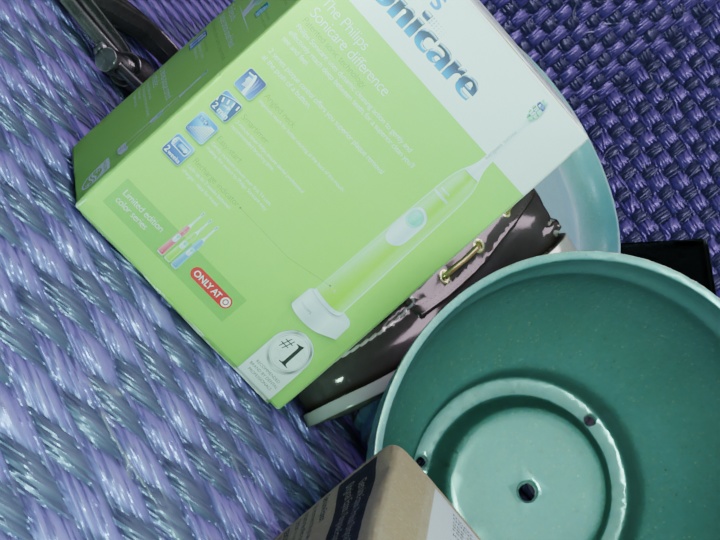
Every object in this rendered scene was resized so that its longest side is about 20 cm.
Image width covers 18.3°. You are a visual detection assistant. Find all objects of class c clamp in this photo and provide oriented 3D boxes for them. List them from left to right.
[{"bbox_3d":[-0.128,-0.122,1.364,0.171,0.027,0.200,47,9,14],"label":"c clamp"}]

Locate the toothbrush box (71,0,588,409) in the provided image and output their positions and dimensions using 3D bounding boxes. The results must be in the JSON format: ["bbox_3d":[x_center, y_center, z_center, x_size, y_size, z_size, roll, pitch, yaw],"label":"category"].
[{"bbox_3d":[-0.017,-0.060,1.063,0.146,0.200,0.086,45,10,-21],"label":"toothbrush box"}]

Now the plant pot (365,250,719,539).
[{"bbox_3d":[0.089,0.101,1.041,0.201,0.200,0.134,49,-14,-1],"label":"plant pot"}]

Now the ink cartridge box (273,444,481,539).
[{"bbox_3d":[0.045,0.175,0.808,0.200,0.075,0.165,50,7,-5],"label":"ink cartridge box"}]

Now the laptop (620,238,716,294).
[{"bbox_3d":[0.196,0.059,1.656,0.200,0.115,0.189,-102,-179,-78],"label":"laptop"}]

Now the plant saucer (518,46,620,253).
[{"bbox_3d":[0.082,-0.060,1.337,0.200,0.027,0.201,31,43,-35],"label":"plant saucer"}]

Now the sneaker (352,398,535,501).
[{"bbox_3d":[0.066,0.111,1.232,0.200,0.077,0.087,14,41,-60],"label":"sneaker"}]

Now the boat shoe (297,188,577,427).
[{"bbox_3d":[0.030,0.012,1.147,0.201,0.072,0.061,-34,98,-40],"label":"boat shoe"}]

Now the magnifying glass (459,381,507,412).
[{"bbox_3d":[0.077,0.049,1.211,0.079,0.022,0.200,34,12,2],"label":"magnifying glass"}]

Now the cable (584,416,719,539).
[{"bbox_3d":[0.162,0.144,1.152,0.069,0.201,0.200,6,30,-22],"label":"cable"}]
